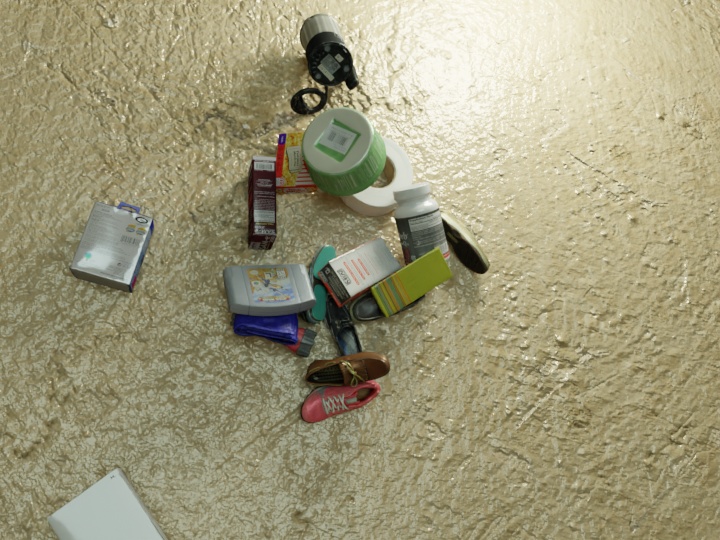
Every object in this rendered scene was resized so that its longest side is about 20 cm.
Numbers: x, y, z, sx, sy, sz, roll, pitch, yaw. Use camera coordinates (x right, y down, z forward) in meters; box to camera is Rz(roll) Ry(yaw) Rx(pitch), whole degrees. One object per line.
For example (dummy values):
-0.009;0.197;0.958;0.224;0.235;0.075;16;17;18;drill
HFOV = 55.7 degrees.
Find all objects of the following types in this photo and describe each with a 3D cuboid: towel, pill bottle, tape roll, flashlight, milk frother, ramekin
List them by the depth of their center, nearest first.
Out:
-0.210;0.073;1.571;0.146;0.050;0.201;14;42;-15;towel
-0.203;0.139;1.595;0.199;0.068;0.068;22;44;-3;flashlight
-0.044;-0.287;1.617;0.198;0.098;0.202;-4;71;12;ramekin
0.124;0.028;1.643;0.199;0.018;0.087;-31;105;-12;towel
0.148;-0.112;1.704;0.115;0.116;0.202;-18;102;-20;pill bottle
0.034;-0.248;1.771;0.200;0.071;0.204;4;72;-14;tape roll
-0.117;-0.536;1.792;0.199;0.181;0.189;-24;41;7;milk frother

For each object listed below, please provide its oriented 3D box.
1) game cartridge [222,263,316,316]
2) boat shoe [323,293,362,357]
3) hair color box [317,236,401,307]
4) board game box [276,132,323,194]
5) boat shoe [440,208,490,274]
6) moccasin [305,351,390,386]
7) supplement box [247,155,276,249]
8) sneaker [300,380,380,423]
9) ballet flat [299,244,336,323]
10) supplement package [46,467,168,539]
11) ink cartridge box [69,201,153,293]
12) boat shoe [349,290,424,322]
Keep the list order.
-0.205;0.044;1.548;0.198;0.042;0.134;-2;42;-21;game cartridge
-0.040;0.146;1.633;0.069;0.066;0.202;-12;77;-19;boat shoe
0.000;0.000;1.655;0.199;0.061;0.102;-27;81;-45;hair color box
-0.112;-0.271;1.707;0.198;0.046;0.153;-1;72;13;board game box
0.278;-0.084;1.795;0.076;0.072;0.200;-37;87;-38;boat shoe
-0.031;0.229;1.556;0.199;0.078;0.074;-3;109;14;moccasin
-0.239;-0.162;1.650;0.060;0.109;0.202;2;74;-15;supplement box
-0.044;0.293;1.569;0.199;0.087;0.074;-20;95;-20;sneaker
-0.109;0.032;1.647;0.074;0.074;0.202;16;66;-10;ballet flat
-0.498;0.527;1.367;0.155;0.111;0.201;-34;84;-22;supplement package
-0.555;-0.067;1.550;0.135;0.076;0.202;17;71;-11;ink cartridge box
0.068;0.075;1.672;0.199;0.065;0.074;-20;93;-27;boat shoe
